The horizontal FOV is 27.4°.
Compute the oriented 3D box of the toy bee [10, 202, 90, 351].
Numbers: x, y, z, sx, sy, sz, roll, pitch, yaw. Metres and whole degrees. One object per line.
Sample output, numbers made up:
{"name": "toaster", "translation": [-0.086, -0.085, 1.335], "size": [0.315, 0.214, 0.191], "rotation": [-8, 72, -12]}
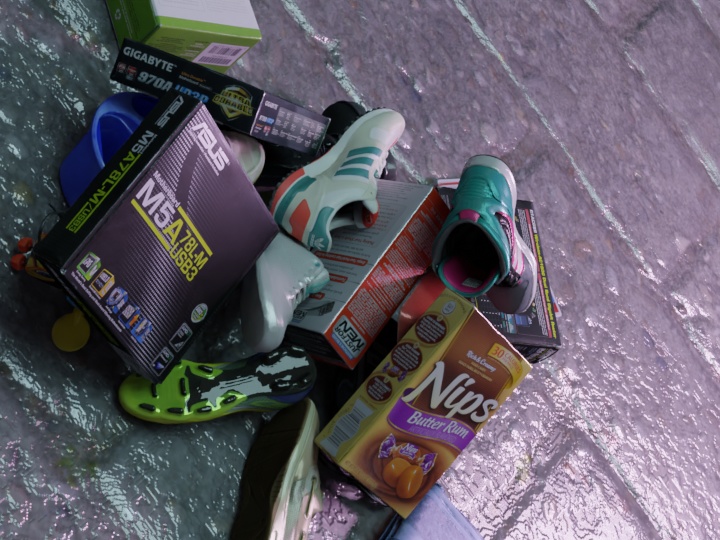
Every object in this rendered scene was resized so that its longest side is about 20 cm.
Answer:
{"name": "toy bee", "translation": [-0.259, -0.007, 1.360], "size": [0.131, 0.108, 0.201], "rotation": [-56, 139, -35]}

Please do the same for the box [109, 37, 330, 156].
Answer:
{"name": "box", "translation": [-0.135, -0.170, 1.474], "size": [0.158, 0.046, 0.200], "rotation": [23, 5, 17]}

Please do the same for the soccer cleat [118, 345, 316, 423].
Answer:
{"name": "soccer cleat", "translation": [-0.137, 0.119, 1.421], "size": [0.199, 0.084, 0.065], "rotation": [-8, 66, -26]}

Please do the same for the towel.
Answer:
{"name": "towel", "translation": [0.056, 0.313, 1.505], "size": [0.112, 0.048, 0.200], "rotation": [51, 39, -8]}

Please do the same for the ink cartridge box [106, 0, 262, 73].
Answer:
{"name": "ink cartridge box", "translation": [-0.210, -0.328, 1.632], "size": [0.147, 0.076, 0.201], "rotation": [0, 64, -45]}

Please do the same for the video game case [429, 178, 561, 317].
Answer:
{"name": "video game case", "translation": [0.172, -0.025, 1.870], "size": [0.143, 0.017, 0.201], "rotation": [-6, 70, -48]}

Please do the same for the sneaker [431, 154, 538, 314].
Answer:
{"name": "sneaker", "translation": [0.130, -0.004, 1.517], "size": [0.121, 0.083, 0.201], "rotation": [-61, 144, -41]}

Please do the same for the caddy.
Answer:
{"name": "caddy", "translation": [-0.197, -0.079, 1.455], "size": [0.200, 0.105, 0.141], "rotation": [53, 39, -5]}

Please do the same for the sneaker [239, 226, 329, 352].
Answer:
{"name": "sneaker", "translation": [-0.073, 0.012, 1.465], "size": [0.088, 0.076, 0.200], "rotation": [11, 31, -13]}

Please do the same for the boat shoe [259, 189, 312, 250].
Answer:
{"name": "boat shoe", "translation": [-0.043, -0.045, 1.622], "size": [0.200, 0.066, 0.072], "rotation": [-3, 42, -34]}

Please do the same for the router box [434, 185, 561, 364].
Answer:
{"name": "router box", "translation": [0.150, 0.006, 1.770], "size": [0.149, 0.062, 0.201], "rotation": [7, 63, -31]}

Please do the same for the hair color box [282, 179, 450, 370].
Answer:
{"name": "hair color box", "translation": [0.000, 0.000, 1.536], "size": [0.200, 0.111, 0.064], "rotation": [-52, 125, -21]}

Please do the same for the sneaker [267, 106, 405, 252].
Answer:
{"name": "sneaker", "translation": [-0.004, -0.089, 1.541], "size": [0.093, 0.070, 0.200], "rotation": [39, 56, 17]}

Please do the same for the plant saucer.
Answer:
{"name": "plant saucer", "translation": [0.079, 0.097, 1.557], "size": [0.200, 0.036, 0.201], "rotation": [-50, 145, -61]}

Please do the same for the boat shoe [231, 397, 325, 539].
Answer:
{"name": "boat shoe", "translation": [-0.071, 0.218, 1.424], "size": [0.065, 0.072, 0.201], "rotation": [39, 46, -31]}

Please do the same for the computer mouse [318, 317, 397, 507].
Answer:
{"name": "computer mouse", "translation": [-0.001, 0.138, 1.561], "size": [0.138, 0.053, 0.201], "rotation": [39, 50, -36]}

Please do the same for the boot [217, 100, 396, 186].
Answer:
{"name": "boot", "translation": [-0.079, -0.145, 1.653], "size": [0.199, 0.066, 0.165], "rotation": [-1, 30, -27]}

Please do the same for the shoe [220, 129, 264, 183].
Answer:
{"name": "shoe", "translation": [-0.156, -0.089, 1.384], "size": [0.200, 0.053, 0.070], "rotation": [-24, 90, -44]}

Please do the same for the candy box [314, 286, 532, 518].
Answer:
{"name": "candy box", "translation": [0.063, 0.130, 1.444], "size": [0.117, 0.200, 0.056], "rotation": [43, -5, -37]}

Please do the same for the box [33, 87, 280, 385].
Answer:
{"name": "box", "translation": [-0.174, -0.026, 1.315], "size": [0.193, 0.047, 0.200], "rotation": [-51, 145, -17]}
